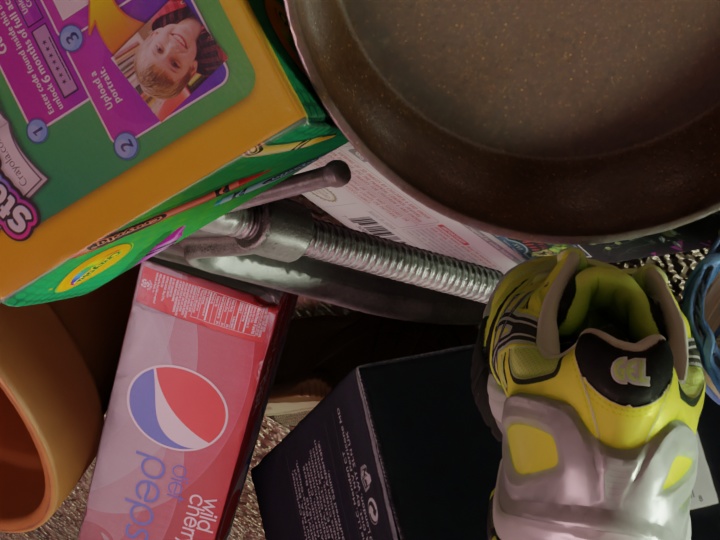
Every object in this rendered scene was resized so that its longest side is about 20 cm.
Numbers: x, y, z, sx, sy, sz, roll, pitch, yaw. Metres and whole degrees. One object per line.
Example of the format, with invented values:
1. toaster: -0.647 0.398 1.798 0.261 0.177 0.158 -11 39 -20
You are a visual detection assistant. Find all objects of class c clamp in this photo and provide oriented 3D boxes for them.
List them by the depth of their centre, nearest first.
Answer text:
1. c clamp: 0.000 0.000 0.729 0.171 0.027 0.200 -3 166 45

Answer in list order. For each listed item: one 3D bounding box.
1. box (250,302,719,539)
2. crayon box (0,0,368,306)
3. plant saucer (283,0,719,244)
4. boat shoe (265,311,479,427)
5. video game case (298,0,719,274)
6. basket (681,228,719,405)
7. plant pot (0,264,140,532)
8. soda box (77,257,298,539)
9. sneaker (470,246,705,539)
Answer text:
1. box: 0.074 0.102 0.856 0.200 0.197 0.117 130 128 -66
2. crayon box: -0.096 -0.104 0.608 0.119 0.058 0.200 -29 84 22
3. plant saucer: 0.071 -0.106 0.575 0.200 0.200 0.034 48 -175 -28
4. boat shoe: 0.013 0.059 1.041 0.065 0.073 0.200 36 160 -31
5. video game case: 0.022 -0.062 0.702 0.200 0.036 0.181 34 154 -32
6. basket: 0.185 0.010 0.605 0.139 0.176 0.200 50 171 3
7. plant pot: -0.176 0.003 0.910 0.200 0.140 0.200 28 145 21
8. soda box: -0.078 0.066 0.884 0.063 0.070 0.200 19 124 3
9. sneaker: 0.077 0.028 0.613 0.075 0.076 0.200 10 -162 -4
